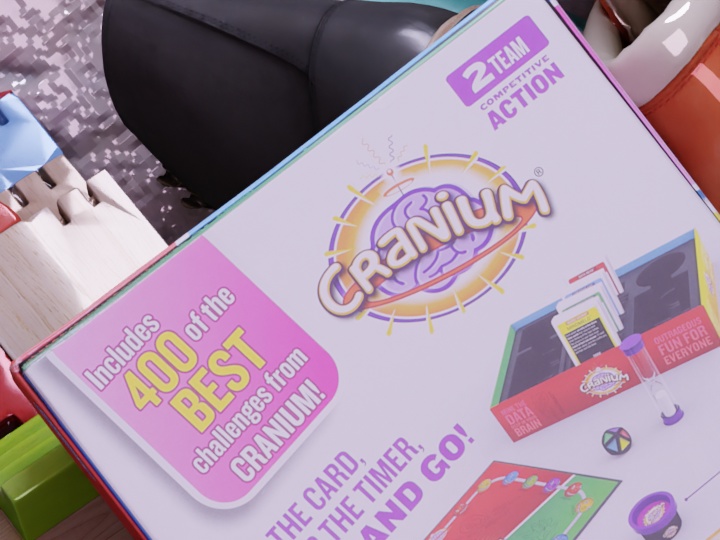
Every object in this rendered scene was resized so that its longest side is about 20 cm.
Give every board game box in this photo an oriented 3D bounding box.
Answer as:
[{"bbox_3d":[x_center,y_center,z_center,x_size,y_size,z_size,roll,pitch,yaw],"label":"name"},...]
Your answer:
[{"bbox_3d":[0.040,0.056,0.671,0.153,0.040,0.200,-37,88,-9],"label":"board game box"}]

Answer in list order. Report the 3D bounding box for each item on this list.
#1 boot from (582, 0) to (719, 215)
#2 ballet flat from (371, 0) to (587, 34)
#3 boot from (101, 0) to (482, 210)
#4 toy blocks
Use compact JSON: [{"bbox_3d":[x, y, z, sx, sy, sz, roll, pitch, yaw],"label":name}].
[{"bbox_3d":[0.110,-0.064,0.766,0.107,0.200,0.075,39,114,-9],"label":"boot"},{"bbox_3d":[0.081,-0.026,0.822,0.200,0.070,0.068,31,82,-12],"label":"ballet flat"},{"bbox_3d":[0.000,0.000,0.811,0.077,0.138,0.201,-42,139,-40],"label":"boot"},{"bbox_3d":[-0.120,0.031,0.755,0.200,0.100,0.137,-34,66,-16],"label":"toy blocks"}]
